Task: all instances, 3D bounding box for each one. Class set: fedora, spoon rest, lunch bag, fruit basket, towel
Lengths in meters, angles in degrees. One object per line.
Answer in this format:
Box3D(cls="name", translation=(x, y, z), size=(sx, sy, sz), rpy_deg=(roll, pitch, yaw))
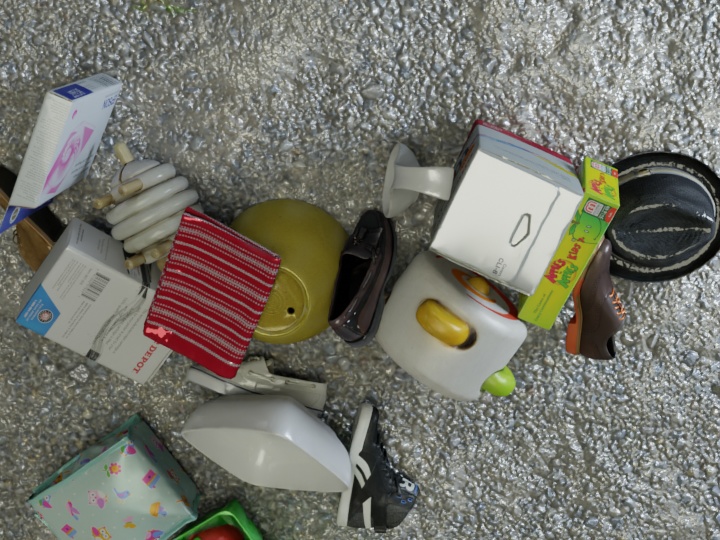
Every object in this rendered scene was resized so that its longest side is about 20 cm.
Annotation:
Box3D(cls="fedora", translation=(0.387, -0.059, 1.566), size=(0.200, 0.092, 0.201), rpy_deg=(1, 107, 5))
Box3D(cls="spoon rest", translation=(0.057, -0.115, 1.528), size=(0.060, 0.200, 0.100), rpy_deg=(9, 91, -16))
Box3D(cls="lunch bag", translation=(-0.356, 0.335, 1.738), size=(0.200, 0.122, 0.170), rpy_deg=(-36, 102, 8))
Box3D(cls="fruit basket", translation=(-0.196, 0.456, 1.719), size=(0.155, 0.216, 0.216), rpy_deg=(-32, 102, 13))
Box3D(cls="towel", translation=(-0.194, 0.033, 1.542), size=(0.144, 0.022, 0.200), rpy_deg=(28, 119, 8))

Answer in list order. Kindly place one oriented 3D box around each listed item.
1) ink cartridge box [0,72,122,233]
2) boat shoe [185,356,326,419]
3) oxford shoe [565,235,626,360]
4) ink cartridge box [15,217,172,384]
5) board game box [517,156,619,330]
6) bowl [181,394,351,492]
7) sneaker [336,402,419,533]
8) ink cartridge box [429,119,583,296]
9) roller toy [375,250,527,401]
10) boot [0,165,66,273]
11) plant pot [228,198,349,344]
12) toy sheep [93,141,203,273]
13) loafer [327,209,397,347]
Box3D(cls="ink cartridge box", translation=(-0.384, -0.148, 1.553), size=(0.043, 0.196, 0.200), rpy_deg=(23, 108, -1))
Box3D(cls="boat shoe", translation=(-0.144, 0.155, 1.700), size=(0.200, 0.071, 0.070), rpy_deg=(16, 80, 4))
Box3D(cls="oxford shoe", translation=(0.319, 0.036, 1.587), size=(0.072, 0.071, 0.200), rpy_deg=(17, 136, 21))
Box3D(cls="ink cartridge box", translation=(-0.339, 0.044, 1.634), size=(0.200, 0.084, 0.145), rpy_deg=(30, 115, -22))
Box3D(cls="board game box", translation=(0.264, -0.034, 1.541), size=(0.048, 0.102, 0.200), rpy_deg=(22, 122, -3))
Box3D(cls="bowl", translation=(-0.123, 0.231, 1.657), size=(0.199, 0.075, 0.200), rpy_deg=(-4, 147, 34))
Box3D(cls="sneaker", translation=(0.035, 0.282, 1.718), size=(0.112, 0.073, 0.200), rpy_deg=(10, 116, -1))
Box3D(cls="ink cartridge box", translation=(0.181, -0.084, 1.521), size=(0.144, 0.200, 0.146), rpy_deg=(24, 107, -3))
Box3D(cls="roller toy", translation=(0.119, 0.066, 1.580), size=(0.200, 0.183, 0.140), rpy_deg=(23, 110, -37))
Box3D(cls="boot", translation=(-0.459, -0.058, 1.656), size=(0.075, 0.074, 0.200), rpy_deg=(-36, 104, 20))
Box3D(cls="plant pot", translation=(-0.108, 0.018, 1.608), size=(0.200, 0.142, 0.201), rpy_deg=(1, 106, 5))
Box3D(cls="toy sheep", translation=(-0.277, -0.079, 1.600), size=(0.138, 0.138, 0.200), rpy_deg=(-21, 98, 11))
Box3D(cls="loafer", translation=(0.000, 0.000, 1.573), size=(0.072, 0.200, 0.063), rpy_deg=(-16, 142, 39))
